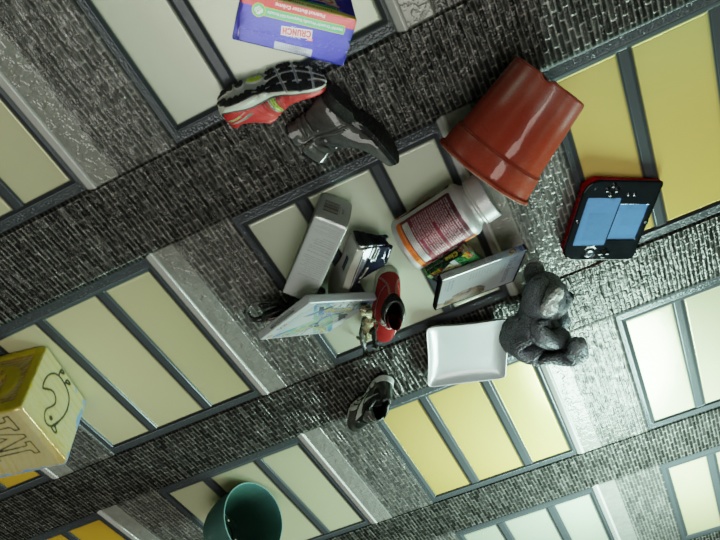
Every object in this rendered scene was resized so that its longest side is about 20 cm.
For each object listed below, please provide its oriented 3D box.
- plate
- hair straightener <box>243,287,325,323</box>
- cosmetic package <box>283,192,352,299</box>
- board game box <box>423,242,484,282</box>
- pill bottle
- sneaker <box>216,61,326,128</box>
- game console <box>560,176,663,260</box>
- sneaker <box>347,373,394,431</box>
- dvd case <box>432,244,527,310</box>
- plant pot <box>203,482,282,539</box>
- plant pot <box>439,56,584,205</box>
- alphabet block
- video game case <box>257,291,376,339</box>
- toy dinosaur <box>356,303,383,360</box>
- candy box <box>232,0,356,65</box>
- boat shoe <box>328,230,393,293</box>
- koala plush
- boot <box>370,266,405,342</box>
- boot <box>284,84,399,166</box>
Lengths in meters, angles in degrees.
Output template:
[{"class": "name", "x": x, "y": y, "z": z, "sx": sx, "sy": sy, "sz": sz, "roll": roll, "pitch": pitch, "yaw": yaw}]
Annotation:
[{"class": "plate", "x": 0.257, "y": 0.194, "z": 1.587, "sx": 0.198, "sy": 0.032, "sz": 0.201, "roll": -7, "pitch": 127, "yaw": -1}, {"class": "hair straightener", "x": -0.171, "y": 0.069, "z": 1.457, "sx": 0.198, "sy": 0.041, "sz": 0.077, "roll": -12, "pitch": 127, "yaw": 9}, {"class": "cosmetic package", "x": -0.087, "y": -0.044, "z": 1.329, "sx": 0.074, "sy": 0.102, "sz": 0.201, "roll": 20, "pitch": 124, "yaw": -6}, {"class": "board game box", "x": 0.218, "y": 0.002, "z": 1.388, "sx": 0.104, "sy": 0.024, "sz": 0.200, "roll": -35, "pitch": 151, "yaw": 18}, {"class": "pill bottle", "x": 0.171, "y": -0.099, "z": 1.307, "sx": 0.199, "sy": 0.115, "sz": 0.114, "roll": -32, "pitch": 123, "yaw": 18}, {"class": "sneaker", "x": -0.153, "y": -0.306, "z": 1.164, "sx": 0.198, "sy": 0.078, "sz": 0.085, "roll": -13, "pitch": 147, "yaw": 6}, {"class": "game console", "x": 0.528, "y": -0.106, "z": 1.387, "sx": 0.175, "sy": 0.031, "sz": 0.201, "roll": 2, "pitch": 127, "yaw": -6}, {"class": "sneaker", "x": 0.023, "y": 0.354, "z": 1.649, "sx": 0.066, "sy": 0.091, "sz": 0.201, "roll": 23, "pitch": 122, "yaw": -19}, {"class": "dvd case", "x": 0.251, "y": 0.017, "z": 1.396, "sx": 0.199, "sy": 0.018, "sz": 0.143, "roll": -20, "pitch": 152, "yaw": -10}, {"class": "plant pot", "x": -0.345, "y": 0.718, "z": 1.832, "sx": 0.200, "sy": 0.202, "sz": 0.161, "roll": 36, "pitch": 127, "yaw": -28}, {"class": "plant pot", "x": 0.277, "y": -0.255, "z": 1.165, "sx": 0.200, "sy": 0.201, "sz": 0.196, "roll": 27, "pitch": 112, "yaw": -23}, {"class": "alphabet block", "x": -0.780, "y": 0.324, "z": 1.492, "sx": 0.195, "sy": 0.196, "sz": 0.201, "roll": -14, "pitch": 128, "yaw": 3}, {"class": "video game case", "x": -0.091, "y": 0.096, "z": 1.399, "sx": 0.199, "sy": 0.022, "sz": 0.182, "roll": -1, "pitch": 153, "yaw": -46}, {"class": "toy dinosaur", "x": 0.015, "y": 0.145, "z": 1.448, "sx": 0.047, "sy": 0.089, "sz": 0.200, "roll": -7, "pitch": 152, "yaw": -10}, {"class": "candy box", "x": -0.101, "y": -0.398, "z": 1.004, "sx": 0.168, "sy": 0.201, "sz": 0.077, "roll": 10, "pitch": 126, "yaw": -13}, {"class": "boat shoe", "x": 0.000, "y": 0.000, "z": 1.397, "sx": 0.092, "sy": 0.075, "sz": 0.201, "roll": 0, "pitch": 140, "yaw": -26}, {"class": "koala plush", "x": 0.397, "y": 0.090, "z": 1.431, "sx": 0.182, "sy": 0.178, "sz": 0.201, "roll": -6, "pitch": 124, "yaw": -2}, {"class": "boot", "x": 0.060, "y": 0.112, "z": 1.438, "sx": 0.072, "sy": 0.145, "sz": 0.201, "roll": -2, "pitch": 128, "yaw": -6}, {"class": "boot", "x": -0.033, "y": -0.240, "z": 1.224, "sx": 0.200, "sy": 0.070, "sz": 0.131, "roll": 40, "pitch": 121, "yaw": -21}]
